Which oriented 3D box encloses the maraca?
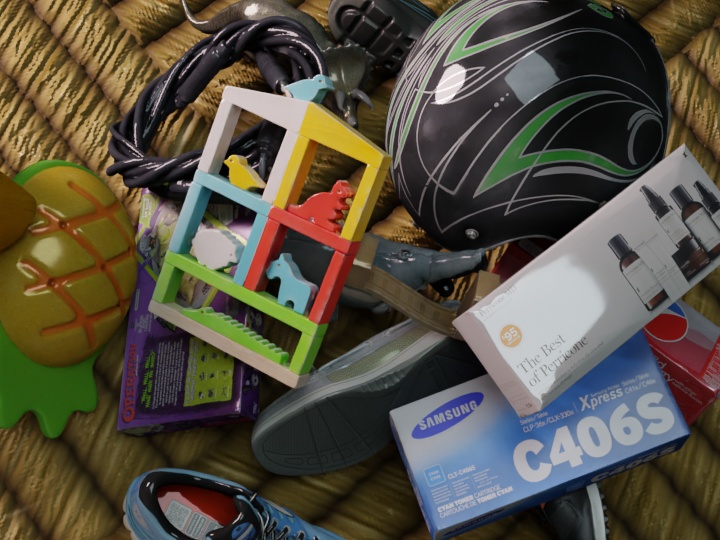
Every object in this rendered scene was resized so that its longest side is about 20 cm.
[{"bbox_3d":[-0.227,0.019,0.889,0.136,0.106,0.204,21,73,-47],"label":"maraca"}]

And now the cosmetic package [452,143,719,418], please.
[{"bbox_3d":[0.165,0.006,0.820,0.199,0.051,0.083,-37,84,-14],"label":"cosmetic package"}]

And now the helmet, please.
[{"bbox_3d":[0.114,-0.112,0.902,0.188,0.200,0.203,1,69,-20],"label":"helmet"}]

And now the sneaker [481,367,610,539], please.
[{"bbox_3d":[0.132,0.150,0.927,0.088,0.070,0.203,-11,70,2],"label":"sneaker"}]

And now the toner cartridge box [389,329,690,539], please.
[{"bbox_3d":[0.128,0.116,0.878,0.197,0.043,0.096,-20,66,-5],"label":"toner cartridge box"}]

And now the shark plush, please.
[{"bbox_3d":[0.000,0.000,0.909,0.198,0.083,0.092,16,71,38],"label":"shark plush"}]

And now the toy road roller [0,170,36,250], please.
[{"bbox_3d":[-0.311,-0.040,0.800,0.145,0.123,0.201,35,94,10],"label":"toy road roller"}]

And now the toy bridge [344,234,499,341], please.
[{"bbox_3d":[0.083,0.027,0.866,0.197,0.067,0.028,16,58,-5],"label":"toy bridge"}]

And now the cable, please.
[{"bbox_3d":[-0.118,-0.127,0.930,0.198,0.051,0.165,4,65,38],"label":"cable"}]

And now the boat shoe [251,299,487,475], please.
[{"bbox_3d":[0.005,0.087,0.922,0.200,0.075,0.065,-30,35,-7],"label":"boat shoe"}]

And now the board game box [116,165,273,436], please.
[{"bbox_3d":[-0.124,0.019,0.915,0.118,0.032,0.203,-9,67,27],"label":"board game box"}]

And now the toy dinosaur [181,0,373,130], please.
[{"bbox_3d":[-0.058,-0.188,0.999,0.200,0.102,0.077,42,69,7],"label":"toy dinosaur"}]

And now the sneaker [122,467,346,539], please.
[{"bbox_3d":[-0.078,0.198,0.856,0.197,0.090,0.079,22,68,-1],"label":"sneaker"}]

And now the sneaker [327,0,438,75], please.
[{"bbox_3d":[0.065,-0.181,1.031,0.200,0.075,0.079,43,40,-6],"label":"sneaker"}]

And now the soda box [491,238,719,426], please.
[{"bbox_3d":[0.200,0.038,0.965,0.199,0.070,0.063,37,51,7],"label":"soda box"}]

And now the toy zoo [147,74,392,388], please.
[{"bbox_3d":[-0.060,-0.038,0.834,0.130,0.020,0.203,25,100,19],"label":"toy zoo"}]
